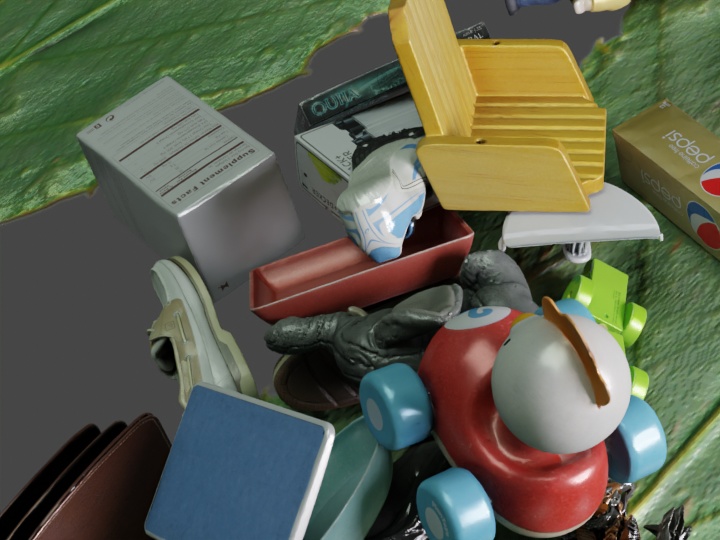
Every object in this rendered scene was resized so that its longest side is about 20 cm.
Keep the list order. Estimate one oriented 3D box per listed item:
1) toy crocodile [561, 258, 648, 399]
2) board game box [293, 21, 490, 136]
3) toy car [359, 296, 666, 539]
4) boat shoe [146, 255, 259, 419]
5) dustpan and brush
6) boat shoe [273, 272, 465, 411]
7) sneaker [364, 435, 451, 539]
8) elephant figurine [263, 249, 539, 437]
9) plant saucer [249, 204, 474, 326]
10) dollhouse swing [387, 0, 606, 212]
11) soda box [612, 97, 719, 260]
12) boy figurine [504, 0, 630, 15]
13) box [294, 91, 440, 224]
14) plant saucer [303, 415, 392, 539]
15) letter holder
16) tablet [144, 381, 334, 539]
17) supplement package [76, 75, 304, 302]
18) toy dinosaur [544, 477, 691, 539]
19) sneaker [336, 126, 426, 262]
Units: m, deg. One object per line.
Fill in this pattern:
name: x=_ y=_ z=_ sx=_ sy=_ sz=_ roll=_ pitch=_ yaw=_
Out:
toy crocodile: x=0.196 y=0.067 z=1.372 sx=0.067 sy=0.062 sz=0.200 roll=24 pitch=42 yaw=-13
board game box: x=0.030 y=-0.182 z=1.643 sx=0.199 sy=0.135 sz=0.028 roll=-25 pitch=85 yaw=-7
toy car: x=0.123 y=0.074 z=1.145 sx=0.184 sy=0.200 sz=0.177 roll=-19 pitch=63 yaw=-22
boat shoe: x=-0.159 y=0.060 z=1.487 sx=0.068 sy=0.075 sz=0.200 roll=-22 pitch=43 yaw=-13
dustpan and brush: x=0.188 y=-0.052 z=1.470 sx=0.139 sy=0.057 sz=0.200 roll=-4 pitch=31 yaw=2
boat shoe: x=0.015 y=0.061 z=1.441 sx=0.202 sy=0.075 sz=0.075 roll=-23 pitch=15 yaw=-8
sneaker: x=0.022 y=0.207 z=1.283 sx=0.200 sy=0.076 sz=0.091 roll=-45 pitch=28 yaw=-20
elephant figurine: x=0.046 y=0.069 z=1.329 sx=0.199 sy=0.155 sz=0.142 roll=-10 pitch=72 yaw=-23
plant saucer: x=0.000 y=0.000 z=1.467 sx=0.199 sy=0.037 sz=0.200 roll=-18 pitch=10 yaw=-1
dollhouse swing: x=0.125 y=-0.179 z=1.451 sx=0.181 sy=0.176 sz=0.200 roll=1 pitch=33 yaw=9
soda box: x=0.310 y=-0.072 z=1.465 sx=0.064 sy=0.068 sz=0.200 roll=-31 pitch=44 yaw=-12
boy figurine: x=0.250 y=-0.314 z=1.744 sx=0.199 sy=0.065 sz=0.125 roll=-5 pitch=41 yaw=19
box: x=0.050 y=-0.114 z=1.576 sx=0.199 sy=0.060 sz=0.117 roll=-23 pitch=40 yaw=-23
plant saucer: x=-0.034 y=0.198 z=1.262 sx=0.200 sy=0.036 sz=0.200 roll=-48 pitch=10 yaw=11
letter holder: x=-0.239 y=0.208 z=1.311 sx=0.100 sy=0.142 sz=0.200 roll=17 pitch=53 yaw=32
tablet: x=-0.094 y=0.160 z=1.244 sx=0.200 sy=0.014 sz=0.131 roll=11 pitch=80 yaw=54
supplement package: x=-0.167 y=-0.082 z=1.607 sx=0.117 sy=0.117 sz=0.200 roll=-35 pitch=45 yaw=-18
toy dinosaur: x=0.184 y=0.234 z=1.196 sx=0.135 sy=0.102 sz=0.201 roll=-11 pitch=59 yaw=30
sneaker: x=0.027 y=-0.072 z=1.435 sx=0.072 sy=0.073 sz=0.200 roll=-12 pitch=24 yaw=21
